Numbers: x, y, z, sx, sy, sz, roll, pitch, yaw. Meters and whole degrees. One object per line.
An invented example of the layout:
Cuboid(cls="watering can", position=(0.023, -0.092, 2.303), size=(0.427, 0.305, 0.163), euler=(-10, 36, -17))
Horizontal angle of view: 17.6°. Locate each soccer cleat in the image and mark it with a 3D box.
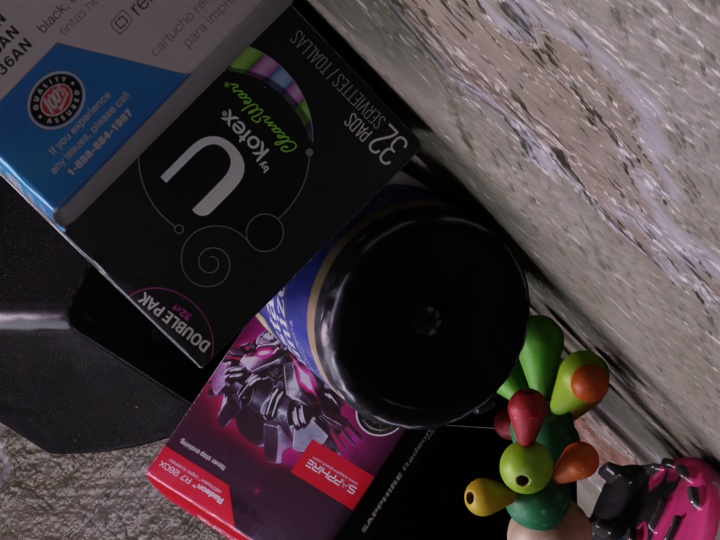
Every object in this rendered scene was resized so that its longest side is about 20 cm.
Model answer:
Cuboid(cls="soccer cleat", position=(0.180, 0.139, 1.231), size=(0.086, 0.070, 0.200), euler=(24, 178, -8))

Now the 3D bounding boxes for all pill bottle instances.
Cuboid(cls="pill bottle", position=(0.000, 0.000, 1.202), size=(0.112, 0.112, 0.200), euler=(46, 176, -25))

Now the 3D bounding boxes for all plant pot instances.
Cuboid(cls="plant pot", position=(-0.157, -0.008, 1.400), size=(0.177, 0.200, 0.200), euler=(5, 156, 47))

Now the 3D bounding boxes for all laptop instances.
Cuboid(cls="laptop", position=(0.035, 0.121, 1.463), size=(0.177, 0.104, 0.200), euler=(6, -155, -29))

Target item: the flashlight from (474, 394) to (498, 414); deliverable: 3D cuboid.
Cuboid(cls="flashlight", position=(0.026, 0.013, 1.478), size=(0.068, 0.068, 0.200), euler=(34, -171, -42))

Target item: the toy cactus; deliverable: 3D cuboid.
Cuboid(cls="toy cactus", position=(0.089, 0.107, 1.230), size=(0.200, 0.102, 0.166), euler=(-105, 9, -80))

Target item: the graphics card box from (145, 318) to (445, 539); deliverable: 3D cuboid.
Cuboid(cls="graphics card box", position=(-0.016, 0.071, 1.326), size=(0.125, 0.200, 0.051), euler=(29, 168, 27))

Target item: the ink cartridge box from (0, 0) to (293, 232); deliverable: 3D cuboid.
Cuboid(cls="ink cartridge box", position=(-0.141, -0.139, 0.930), size=(0.200, 0.147, 0.145), euler=(44, 176, -2))

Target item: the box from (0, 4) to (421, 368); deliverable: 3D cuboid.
Cuboid(cls="box", position=(-0.098, -0.081, 1.081), size=(0.200, 0.149, 0.124), euler=(45, 178, -10))
